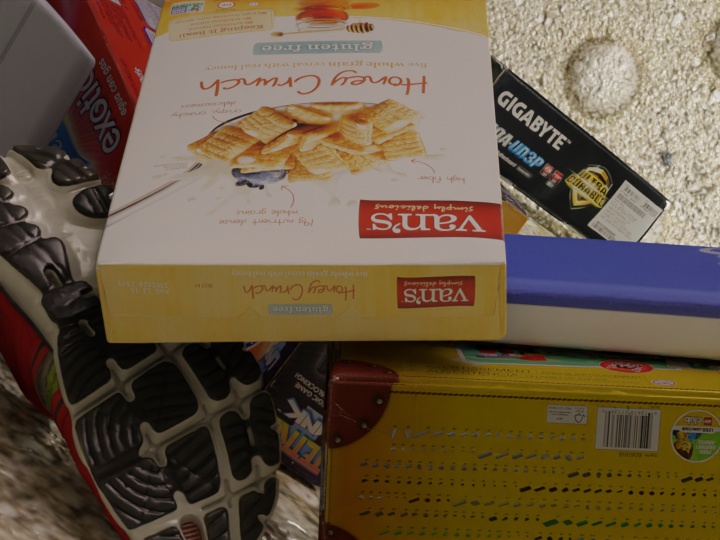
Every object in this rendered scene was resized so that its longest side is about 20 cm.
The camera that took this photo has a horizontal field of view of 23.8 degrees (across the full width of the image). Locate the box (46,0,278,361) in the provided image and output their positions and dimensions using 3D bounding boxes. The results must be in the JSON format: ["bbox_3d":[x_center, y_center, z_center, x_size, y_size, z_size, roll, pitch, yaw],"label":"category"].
[{"bbox_3d":[-0.109,-0.044,0.825,0.099,0.095,0.201,25,29,-46],"label":"box"}]

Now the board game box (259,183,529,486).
[{"bbox_3d":[0.000,0.000,0.890,0.057,0.166,0.200,34,9,-14],"label":"board game box"}]

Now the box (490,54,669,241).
[{"bbox_3d":[0.057,-0.098,0.926,0.159,0.046,0.200,32,11,-42],"label":"box"}]

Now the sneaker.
[{"bbox_3d":[-0.095,0.041,0.664,0.076,0.085,0.201,-19,60,-26],"label":"sneaker"}]

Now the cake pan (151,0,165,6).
[{"bbox_3d":[-0.245,-0.287,1.853,0.199,0.037,0.200,34,10,-7],"label":"cake pan"}]

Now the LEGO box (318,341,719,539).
[{"bbox_3d":[0.083,0.065,0.660,0.198,0.078,0.149,3,10,0],"label":"LEGO box"}]

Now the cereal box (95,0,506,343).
[{"bbox_3d":[-0.018,-0.046,0.664,0.142,0.040,0.201,-1,35,1],"label":"cereal box"}]

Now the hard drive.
[{"bbox_3d":[0.058,0.005,0.687,0.198,0.026,0.132,4,10,8],"label":"hard drive"}]

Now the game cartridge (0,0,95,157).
[{"bbox_3d":[-0.219,-0.098,0.724,0.199,0.134,0.042,29,11,-28],"label":"game cartridge"}]
